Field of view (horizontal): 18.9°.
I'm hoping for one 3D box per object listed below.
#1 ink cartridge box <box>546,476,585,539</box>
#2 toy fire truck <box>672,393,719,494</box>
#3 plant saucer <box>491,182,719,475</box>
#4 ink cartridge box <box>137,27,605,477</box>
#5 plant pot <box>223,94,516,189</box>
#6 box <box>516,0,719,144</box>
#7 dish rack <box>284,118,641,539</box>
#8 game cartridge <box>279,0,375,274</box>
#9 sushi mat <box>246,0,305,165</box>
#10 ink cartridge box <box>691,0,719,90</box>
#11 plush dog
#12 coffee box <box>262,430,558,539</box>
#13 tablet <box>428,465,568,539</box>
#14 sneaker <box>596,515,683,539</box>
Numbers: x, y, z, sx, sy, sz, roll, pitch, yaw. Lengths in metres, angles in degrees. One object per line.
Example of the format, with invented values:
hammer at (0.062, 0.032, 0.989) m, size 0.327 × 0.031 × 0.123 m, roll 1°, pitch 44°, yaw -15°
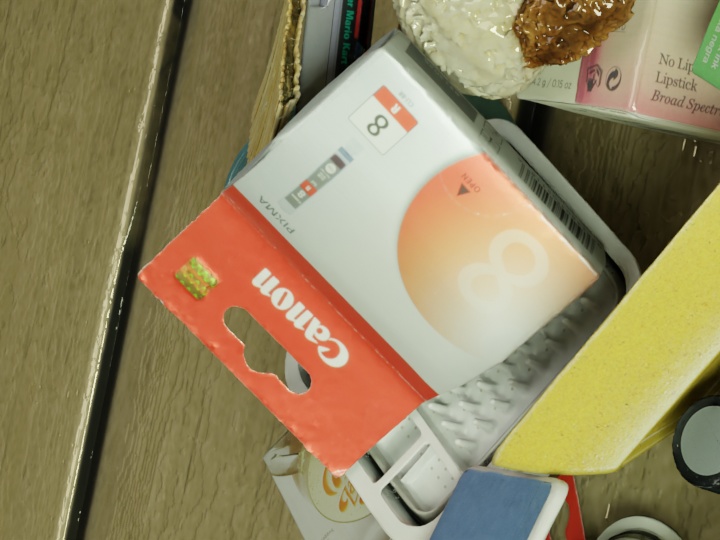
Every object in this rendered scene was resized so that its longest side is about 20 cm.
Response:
ink cartridge box at (0.052, 0.170, 1.289) m, size 0.200 × 0.047 × 0.161 m, roll -35°, pitch 56°, yaw 47°
toy fire truck at (0.258, 0.076, 0.994) m, size 0.200 × 0.128 × 0.176 m, roll -47°, pitch 47°, yaw 21°
plant saucer at (0.172, 0.021, 1.059) m, size 0.048 × 0.200 × 0.200 m, roll 43°, pitch 114°, yaw 14°
ink cartridge box at (0.000, 0.000, 1.107) m, size 0.200 × 0.162 × 0.050 m, roll -42°, pitch 8°, yaw 17°
plant pot at (-0.008, -0.032, 1.340) m, size 0.200 × 0.134 × 0.201 m, roll -16°, pitch 70°, yaw 51°
box at (0.177, -0.171, 1.122) m, size 0.109 × 0.127 × 0.201 m, roll 17°, pitch 97°, yaw 60°
dish rack at (0.061, 0.036, 1.170) m, size 0.200 × 0.043 × 0.172 m, roll -50°, pitch 48°, yaw 15°
game cartridge at (-0.013, -0.098, 1.196) m, size 0.130 × 0.038 × 0.201 m, roll -44°, pitch -40°, yaw -88°
sushi mat at (-0.049, -0.094, 1.204) m, size 0.200 × 0.012 × 0.096 m, roll 115°, pitch 161°, yaw -69°
ink cartridge box at (0.270, -0.073, 0.970) m, size 0.200 × 0.145 × 0.084 m, roll 44°, pitch 117°, yaw 48°
plush dog at (0.054, -0.171, 1.086) m, size 0.200 × 0.160 × 0.173 m, roll 9°, pitch 116°, yaw 66°
coffee box at (0.051, 0.089, 1.243) m, size 0.200 × 0.080 × 0.115 m, roll -46°, pitch 50°, yaw 19°
tablet at (0.033, 0.187, 1.042) m, size 0.201 × 0.014 × 0.130 m, roll -62°, pitch 15°, yaw -10°
sneaker at (0.101, 0.228, 1.145) m, size 0.075 × 0.115 × 0.201 m, roll 30°, pitch 109°, yaw 16°
